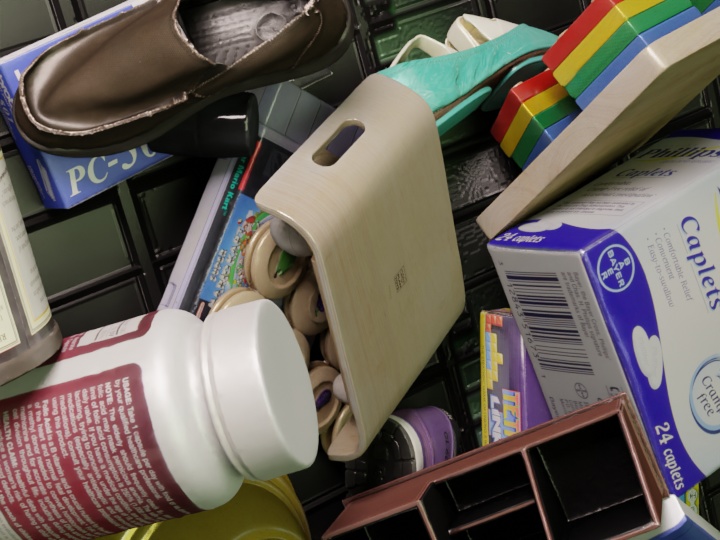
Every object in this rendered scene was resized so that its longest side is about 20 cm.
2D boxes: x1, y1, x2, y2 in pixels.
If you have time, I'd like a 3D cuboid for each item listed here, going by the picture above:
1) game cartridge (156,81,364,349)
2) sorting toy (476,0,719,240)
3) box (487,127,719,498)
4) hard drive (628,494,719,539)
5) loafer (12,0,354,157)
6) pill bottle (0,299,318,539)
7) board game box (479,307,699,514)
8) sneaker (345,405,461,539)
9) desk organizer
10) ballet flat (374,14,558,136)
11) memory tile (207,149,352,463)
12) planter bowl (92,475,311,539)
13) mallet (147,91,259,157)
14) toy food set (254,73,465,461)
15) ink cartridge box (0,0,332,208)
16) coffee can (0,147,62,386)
[{"bbox_3d":[-0.057,-0.011,0.933,0.130,0.038,0.201,24,86,-56],"label":"game cartridge"},{"bbox_3d":[0.175,-0.132,0.999,0.200,0.199,0.070,-31,79,-42],"label":"sorting toy"},{"bbox_3d":[0.216,0.023,1.005,0.200,0.105,0.184,-30,107,-27],"label":"box"},{"bbox_3d":[0.184,0.210,1.017,0.132,0.025,0.200,-30,152,12],"label":"hard drive"},{"bbox_3d":[-0.104,-0.126,0.815,0.199,0.071,0.073,-22,74,0],"label":"loafer"},{"bbox_3d":[-0.132,0.087,0.826,0.199,0.114,0.115,-16,106,12],"label":"pill bottle"},{"bbox_3d":[0.170,0.120,1.076,0.165,0.057,0.201,-7,98,-32],"label":"board game box"},{"bbox_3d":[0.035,0.193,1.019,0.087,0.076,0.201,-7,109,-51],"label":"sneaker"},{"bbox_3d":[0.083,0.150,0.908,0.199,0.077,0.072,-23,91,14],"label":"desk organizer"},{"bbox_3d":[0.073,-0.140,1.007,0.200,0.067,0.070,-30,80,-43],"label":"ballet flat"},{"bbox_3d":[-0.016,0.030,0.961,0.154,0.017,0.200,-60,141,-14],"label":"memory tile"},{"bbox_3d":[-0.085,0.203,0.916,0.200,0.083,0.201,-8,101,-43],"label":"planter bowl"},{"bbox_3d":[-0.076,-0.162,0.875,0.066,0.041,0.201,11,81,6],"label":"mallet"},{"bbox_3d":[0.000,0.000,0.920,0.144,0.060,0.200,-51,140,-41],"label":"toy food set"},{"bbox_3d":[-0.121,-0.122,0.908,0.200,0.044,0.094,-31,108,-25],"label":"ink cartridge box"},{"bbox_3d":[-0.255,-0.035,0.776,0.146,0.146,0.201,-21,105,-28],"label":"coffee can"}]
